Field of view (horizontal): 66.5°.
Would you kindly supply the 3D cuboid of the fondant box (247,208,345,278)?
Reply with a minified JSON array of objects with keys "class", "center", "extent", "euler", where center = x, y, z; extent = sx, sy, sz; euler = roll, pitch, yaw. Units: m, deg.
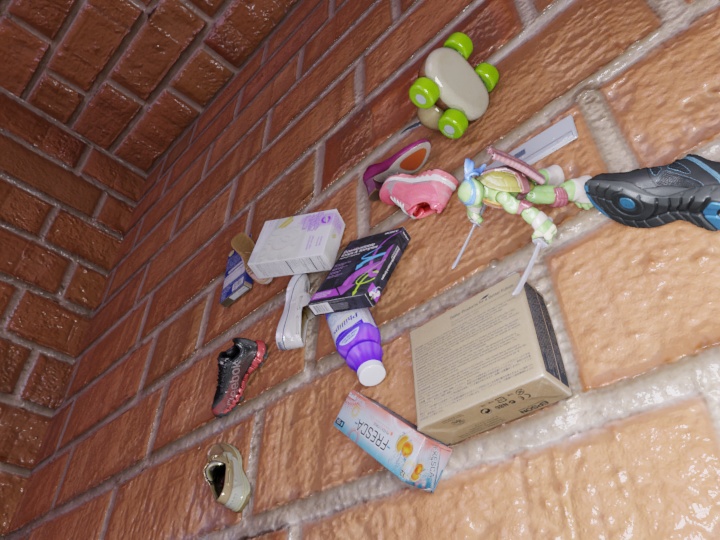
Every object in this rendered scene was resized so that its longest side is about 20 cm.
[{"class":"fondant box","center":[-0.146,-0.061,1.271],"extent":[0.199,0.058,0.145],"euler":[-6,47,23]}]

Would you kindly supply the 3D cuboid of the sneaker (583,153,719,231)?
[{"class":"sneaker","center":[0.379,-0.099,0.677],"extent":[0.200,0.073,0.082],"euler":[18,66,49]}]

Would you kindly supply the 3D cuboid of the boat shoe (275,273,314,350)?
[{"class":"boat shoe","center":[-0.127,0.086,1.200],"extent":[0.069,0.071,0.201],"euler":[-4,44,16]}]

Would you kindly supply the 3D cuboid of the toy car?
[{"class":"toy car","center":[0.153,-0.351,1.128],"extent":[0.165,0.158,0.200],"euler":[-55,18,-20]}]

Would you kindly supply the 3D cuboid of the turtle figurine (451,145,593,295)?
[{"class":"turtle figurine","center":[0.226,-0.075,0.786],"extent":[0.144,0.193,0.201],"euler":[151,103,-70]}]

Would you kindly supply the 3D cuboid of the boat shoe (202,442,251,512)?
[{"class":"boat shoe","center":[-0.283,0.409,1.120],"extent":[0.074,0.066,0.200],"euler":[-59,32,-4]}]

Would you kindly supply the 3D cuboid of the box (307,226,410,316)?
[{"class":"box","center":[0.000,0.000,1.046],"extent":[0.142,0.036,0.200],"euler":[-13,31,38]}]

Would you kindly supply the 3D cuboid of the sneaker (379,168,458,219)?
[{"class":"sneaker","center":[0.097,-0.142,1.076],"extent":[0.200,0.074,0.087],"euler":[-1,63,53]}]

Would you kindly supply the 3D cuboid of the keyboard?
[{"class":"keyboard","center":[0.276,-0.193,0.943],"extent":[0.200,0.011,0.056],"euler":[-30,36,36]}]

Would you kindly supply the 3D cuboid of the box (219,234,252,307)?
[{"class":"box","center":[-0.352,-0.003,1.599],"extent":[0.121,0.032,0.201],"euler":[-34,40,32]}]

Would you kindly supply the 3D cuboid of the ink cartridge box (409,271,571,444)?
[{"class":"ink cartridge box","center":[0.167,0.123,0.753],"extent":[0.200,0.075,0.165],"euler":[-34,37,33]}]

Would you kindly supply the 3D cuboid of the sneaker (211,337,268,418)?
[{"class":"sneaker","center":[-0.299,0.239,1.260],"extent":[0.071,0.098,0.201],"euler":[26,85,56]}]

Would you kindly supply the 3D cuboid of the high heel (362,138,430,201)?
[{"class":"high heel","center":[0.072,-0.242,1.195],"extent":[0.200,0.067,0.097],"euler":[-35,49,36]}]

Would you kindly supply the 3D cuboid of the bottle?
[{"class":"bottle","center":[-0.006,0.123,0.994],"extent":[0.083,0.065,0.200],"euler":[-43,35,13]}]

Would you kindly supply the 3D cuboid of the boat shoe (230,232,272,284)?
[{"class":"boat shoe","center":[-0.283,-0.026,1.500],"extent":[0.071,0.069,0.200],"euler":[-36,53,-4]}]

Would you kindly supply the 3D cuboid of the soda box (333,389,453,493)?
[{"class":"soda box","center":[0.043,0.249,0.822],"extent":[0.200,0.063,0.069],"euler":[16,76,58]}]
